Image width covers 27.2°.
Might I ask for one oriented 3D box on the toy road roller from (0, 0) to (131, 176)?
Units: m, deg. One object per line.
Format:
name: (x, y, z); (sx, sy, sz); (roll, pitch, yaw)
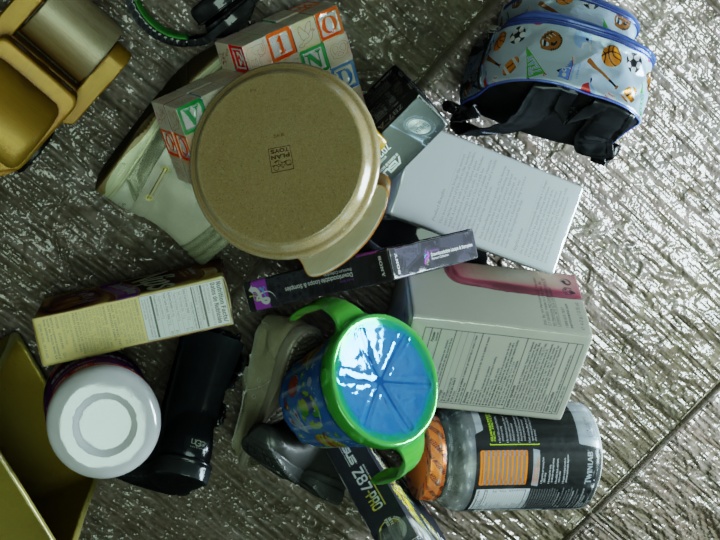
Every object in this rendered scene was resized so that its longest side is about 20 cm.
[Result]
toy road roller: (-0.326, -0.180, 1.454); (0.123, 0.146, 0.200); (41, 99, -18)

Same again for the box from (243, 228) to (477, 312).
box: (0.000, 0.000, 1.512); (0.200, 0.143, 0.036); (-15, 90, 41)

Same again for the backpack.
backpack: (0.207, -0.198, 1.500); (0.199, 0.190, 0.155); (11, 90, -12)

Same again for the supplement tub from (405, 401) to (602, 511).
supplement tub: (0.156, 0.205, 1.653); (0.199, 0.123, 0.123); (3, 108, -16)

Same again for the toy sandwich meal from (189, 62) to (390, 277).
toy sandwich meal: (-0.062, -0.098, 1.412); (0.204, 0.070, 0.206); (-1, 87, 12)

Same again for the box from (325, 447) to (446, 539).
box: (0.049, 0.280, 1.614); (0.049, 0.161, 0.200); (-33, 138, 4)

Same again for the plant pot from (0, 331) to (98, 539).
plant pot: (-0.418, 0.217, 1.559); (0.199, 0.196, 0.195); (-23, 110, 10)

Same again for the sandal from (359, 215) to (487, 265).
sandal: (0.048, -0.040, 1.607); (0.199, 0.043, 0.076); (18, 105, -13)

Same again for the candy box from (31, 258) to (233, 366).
candy box: (-0.234, 0.041, 1.554); (0.199, 0.117, 0.057); (-12, 101, -4)

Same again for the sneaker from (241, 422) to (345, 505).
sneaker: (-0.060, 0.189, 1.622); (0.091, 0.076, 0.200); (-59, 151, -5)

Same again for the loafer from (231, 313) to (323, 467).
loafer: (-0.097, 0.129, 1.632); (0.076, 0.068, 0.201); (-9, 131, -44)

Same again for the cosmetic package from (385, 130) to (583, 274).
cosmetic package: (0.122, -0.076, 1.572); (0.199, 0.071, 0.102); (20, 90, -19)

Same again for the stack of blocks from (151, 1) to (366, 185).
stack of blocks: (-0.102, -0.177, 1.477); (0.200, 0.059, 0.116); (-29, 116, -24)

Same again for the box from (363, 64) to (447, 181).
box: (-0.009, -0.111, 1.515); (0.200, 0.160, 0.044); (-45, 109, 7)

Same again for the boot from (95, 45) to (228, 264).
boot: (-0.157, -0.119, 1.540); (0.155, 0.072, 0.200); (38, 99, -20)

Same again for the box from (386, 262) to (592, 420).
box: (0.132, 0.073, 1.605); (0.199, 0.109, 0.128); (7, 128, -10)

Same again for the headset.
headset: (-0.137, -0.295, 1.495); (0.199, 0.094, 0.124); (-6, 110, 10)

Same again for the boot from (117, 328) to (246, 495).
boot: (-0.191, 0.152, 1.612); (0.076, 0.200, 0.169); (22, 69, -20)

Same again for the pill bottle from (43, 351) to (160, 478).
pill bottle: (-0.270, 0.140, 1.534); (0.112, 0.200, 0.113); (-1, 95, -14)

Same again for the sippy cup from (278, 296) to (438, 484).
sippy cup: (-0.011, 0.124, 1.520); (0.139, 0.130, 0.179); (14, 67, -32)
